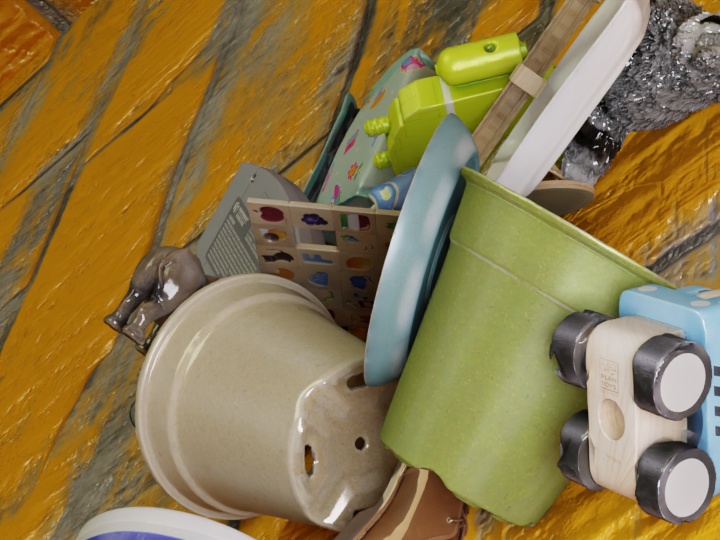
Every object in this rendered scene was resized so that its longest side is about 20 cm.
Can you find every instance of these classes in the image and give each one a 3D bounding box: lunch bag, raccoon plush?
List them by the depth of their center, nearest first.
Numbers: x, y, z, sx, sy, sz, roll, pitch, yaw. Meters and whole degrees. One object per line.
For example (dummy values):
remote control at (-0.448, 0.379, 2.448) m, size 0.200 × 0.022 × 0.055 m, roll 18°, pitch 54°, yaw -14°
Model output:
raccoon plush at (0.242, -0.122, 1.612) m, size 0.134 × 0.096 × 0.202 m, roll -120°, pitch 43°, yaw -55°
lunch bag at (0.020, -0.081, 1.889) m, size 0.200 × 0.121 × 0.171 m, roll -32°, pitch 31°, yaw 59°

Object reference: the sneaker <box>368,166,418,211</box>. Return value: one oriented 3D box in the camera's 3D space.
sneaker at (0.036, -0.025, 1.703) m, size 0.076 × 0.201 × 0.076 m, roll -15°, pitch 58°, yaw -15°

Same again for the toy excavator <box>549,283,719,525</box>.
toy excavator at (0.223, 0.039, 1.286) m, size 0.198 × 0.197 × 0.100 m, roll -13°, pitch 17°, yaw -33°

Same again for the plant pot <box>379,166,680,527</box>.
plant pot at (0.107, 0.061, 1.397) m, size 0.191 × 0.199 × 0.200 m, roll -59°, pitch 20°, yaw 2°

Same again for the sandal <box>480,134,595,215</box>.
sandal at (0.118, -0.074, 1.693) m, size 0.211 × 0.077 × 0.070 m, roll 153°, pitch 122°, yaw -63°

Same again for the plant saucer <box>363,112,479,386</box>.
plant saucer at (0.047, -0.010, 1.471) m, size 0.200 × 0.027 × 0.202 m, roll 18°, pitch -90°, yaw -80°

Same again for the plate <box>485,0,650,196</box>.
plate at (0.157, -0.133, 1.537) m, size 0.201 × 0.032 × 0.200 m, roll -54°, pitch 3°, yaw 21°

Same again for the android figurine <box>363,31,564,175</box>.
android figurine at (0.103, -0.121, 1.707) m, size 0.198 × 0.183 × 0.041 m, roll -13°, pitch 56°, yaw 6°

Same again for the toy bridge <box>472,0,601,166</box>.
toy bridge at (0.128, -0.147, 1.601) m, size 0.201 × 0.027 × 0.067 m, roll -55°, pitch 1°, yaw 7°

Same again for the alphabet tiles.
alphabet tiles at (0.000, 0.000, 1.664) m, size 0.200 × 0.165 × 0.008 m, roll 84°, pitch -167°, yaw -62°

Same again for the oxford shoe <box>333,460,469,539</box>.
oxford shoe at (0.056, 0.166, 1.481) m, size 0.071 × 0.071 × 0.201 m, roll 25°, pitch 72°, yaw 40°

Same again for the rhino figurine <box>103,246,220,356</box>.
rhino figurine at (-0.145, 0.039, 1.716) m, size 0.088 × 0.060 × 0.200 m, roll -56°, pitch -20°, yaw -8°

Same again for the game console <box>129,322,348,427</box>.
game console at (-0.112, 0.091, 1.840) m, size 0.176 × 0.116 × 0.200 m, roll 40°, pitch 87°, yaw 30°

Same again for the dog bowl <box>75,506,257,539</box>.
dog bowl at (-0.121, 0.256, 1.460) m, size 0.199 × 0.200 × 0.079 m, roll -26°, pitch 32°, yaw 45°

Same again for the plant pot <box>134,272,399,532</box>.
plant pot at (-0.045, 0.115, 1.604) m, size 0.201 × 0.200 × 0.183 m, roll -54°, pitch 32°, yaw -14°

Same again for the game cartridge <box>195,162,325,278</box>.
game cartridge at (-0.090, -0.013, 1.844) m, size 0.134 × 0.040 × 0.200 m, roll -63°, pitch 27°, yaw 17°
